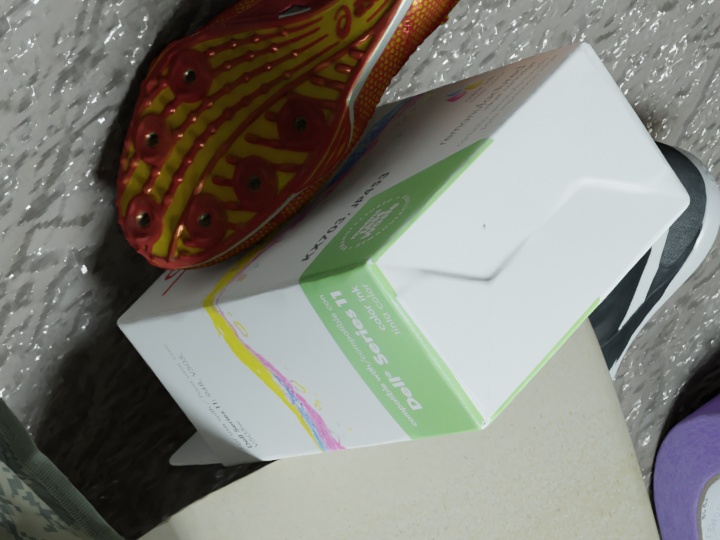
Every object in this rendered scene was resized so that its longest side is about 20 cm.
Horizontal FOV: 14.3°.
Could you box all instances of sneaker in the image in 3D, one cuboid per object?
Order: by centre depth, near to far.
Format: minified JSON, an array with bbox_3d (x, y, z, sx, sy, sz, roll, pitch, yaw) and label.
[{"bbox_3d":[-0.003,-0.078,0.918,0.200,0.073,0.077,-50,159,10],"label":"sneaker"},{"bbox_3d":[0.059,0.029,1.157,0.112,0.073,0.201,15,107,-56],"label":"sneaker"}]

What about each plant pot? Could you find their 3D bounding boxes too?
[{"bbox_3d":[0.008,0.158,1.052,0.199,0.178,0.200,-24,171,-38],"label":"plant pot"}]

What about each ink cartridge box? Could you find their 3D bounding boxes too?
[{"bbox_3d":[0.000,0.000,0.943,0.117,0.067,0.200,-45,-163,-30],"label":"ink cartridge box"}]

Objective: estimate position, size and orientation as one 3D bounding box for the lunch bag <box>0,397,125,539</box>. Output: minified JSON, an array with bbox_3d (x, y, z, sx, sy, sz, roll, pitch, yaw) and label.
[{"bbox_3d":[-0.194,0.102,0.836,0.164,0.118,0.200,-54,146,14],"label":"lunch bag"}]

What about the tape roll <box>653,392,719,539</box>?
[{"bbox_3d":[0.235,0.141,1.405,0.066,0.200,0.201,-31,149,-26],"label":"tape roll"}]
